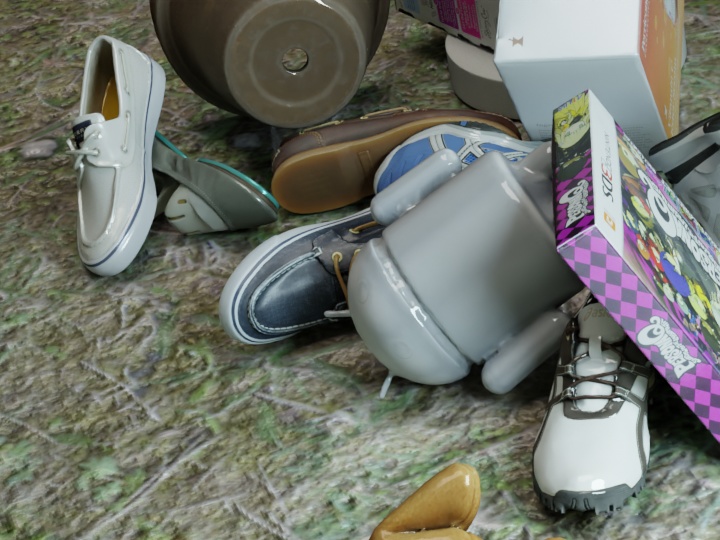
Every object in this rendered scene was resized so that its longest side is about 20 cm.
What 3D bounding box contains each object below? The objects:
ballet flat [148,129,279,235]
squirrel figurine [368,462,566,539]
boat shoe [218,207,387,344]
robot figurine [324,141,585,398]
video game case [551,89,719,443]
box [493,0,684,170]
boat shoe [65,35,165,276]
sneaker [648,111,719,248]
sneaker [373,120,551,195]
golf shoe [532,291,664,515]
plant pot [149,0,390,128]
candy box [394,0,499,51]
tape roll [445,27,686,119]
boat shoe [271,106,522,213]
[{"bbox_3d":[-0.136,-0.059,1.916,0.064,0.067,0.200,-50,40,-9],"label":"ballet flat"},{"bbox_3d":[0.059,0.235,1.305,0.200,0.142,0.187,-34,46,-11],"label":"squirrel figurine"},{"bbox_3d":[0.000,0.000,1.736,0.200,0.071,0.091,-27,25,-26],"label":"boat shoe"},{"bbox_3d":[0.074,0.000,1.650,0.200,0.113,0.170,-36,64,8],"label":"robot figurine"},{"bbox_3d":[0.193,0.002,1.567,0.036,0.200,0.182,-33,23,21],"label":"video game case"},{"bbox_3d":[0.174,-0.180,1.822,0.106,0.200,0.153,0,69,15],"label":"box"},{"bbox_3d":[-0.198,-0.093,1.895,0.071,0.070,0.201,-16,55,36],"label":"boat shoe"},{"bbox_3d":[0.281,-0.061,1.691,0.075,0.116,0.200,-28,1,-19],"label":"sneaker"},{"bbox_3d":[0.096,-0.061,1.814,0.199,0.076,0.077,1,33,27],"label":"sneaker"},{"bbox_3d":[0.147,0.072,1.557,0.077,0.095,0.200,-1,33,14],"label":"golf shoe"},{"bbox_3d":[-0.065,-0.195,1.959,0.199,0.201,0.175,-12,27,-3],"label":"plant pot"},{"bbox_3d":[0.134,-0.243,2.052,0.136,0.061,0.200,-28,34,-27],"label":"candy box"},{"bbox_3d":[0.171,-0.187,2.042,0.202,0.037,0.203,-8,30,4],"label":"tape roll"},{"bbox_3d":[0.028,-0.095,1.900,0.199,0.071,0.070,-5,32,9],"label":"boat shoe"}]
